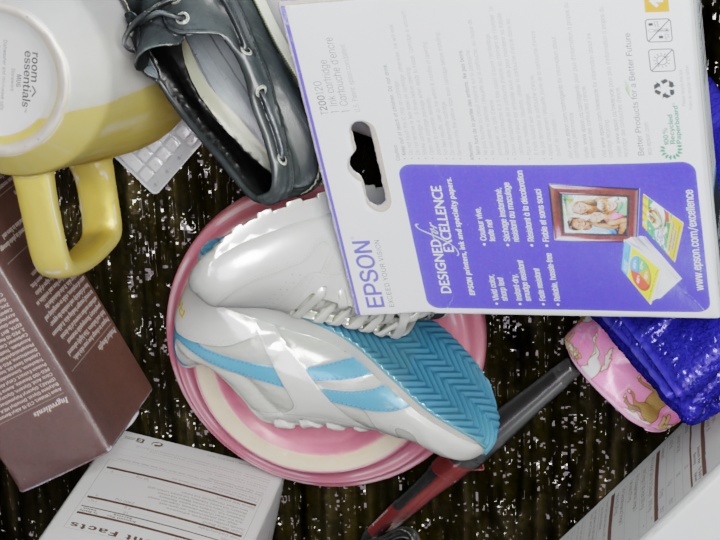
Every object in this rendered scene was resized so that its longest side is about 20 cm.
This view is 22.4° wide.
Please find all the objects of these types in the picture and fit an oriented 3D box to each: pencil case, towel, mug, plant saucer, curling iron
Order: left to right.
[{"bbox_3d":[-0.165,-0.107,1.023,0.149,0.153,0.187,-35,97,18],"label":"mug"},{"bbox_3d":[-0.024,0.045,1.112,0.200,0.051,0.201,3,109,7],"label":"plant saucer"},{"bbox_3d":[0.067,0.127,1.136,0.200,0.026,0.050,-48,59,16],"label":"curling iron"},{"bbox_3d":[0.163,-0.031,1.000,0.148,0.050,0.200,-53,55,21],"label":"towel"},{"bbox_3d":[0.205,0.000,1.046,0.200,0.083,0.087,-51,56,20],"label":"pencil case"}]

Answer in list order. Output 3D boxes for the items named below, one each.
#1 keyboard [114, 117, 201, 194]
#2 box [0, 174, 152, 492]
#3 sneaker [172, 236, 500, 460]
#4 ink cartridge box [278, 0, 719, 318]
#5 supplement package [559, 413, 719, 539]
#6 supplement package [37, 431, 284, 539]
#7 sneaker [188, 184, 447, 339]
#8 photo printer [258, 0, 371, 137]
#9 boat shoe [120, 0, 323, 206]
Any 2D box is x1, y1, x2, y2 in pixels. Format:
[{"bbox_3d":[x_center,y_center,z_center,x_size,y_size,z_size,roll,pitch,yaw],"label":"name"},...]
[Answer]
[{"bbox_3d":[-0.081,-0.133,1.081,0.056,0.011,0.200,41,109,-6],"label":"keyboard"},{"bbox_3d":[-0.215,0.021,1.109,0.075,0.100,0.200,-27,101,17],"label":"box"},{"bbox_3d":[-0.013,0.057,1.055,0.200,0.077,0.081,28,123,3],"label":"sneaker"},{"bbox_3d":[0.076,-0.064,0.913,0.200,0.043,0.198,-1,127,17],"label":"ink cartridge box"},{"bbox_3d":[0.205,0.176,1.085,0.117,0.117,0.200,41,110,-5],"label":"supplement package"},{"bbox_3d":[-0.130,0.201,1.102,0.120,0.200,0.121,14,111,4],"label":"supplement package"},{"bbox_3d":[0.000,0.000,1.010,0.076,0.200,0.081,-31,74,57],"label":"sneaker"},{"bbox_3d":[0.025,-0.144,0.966,0.166,0.069,0.200,19,145,7],"label":"photo printer"},{"bbox_3d":[-0.089,-0.118,0.958,0.074,0.066,0.199,-24,102,45],"label":"boat shoe"}]
